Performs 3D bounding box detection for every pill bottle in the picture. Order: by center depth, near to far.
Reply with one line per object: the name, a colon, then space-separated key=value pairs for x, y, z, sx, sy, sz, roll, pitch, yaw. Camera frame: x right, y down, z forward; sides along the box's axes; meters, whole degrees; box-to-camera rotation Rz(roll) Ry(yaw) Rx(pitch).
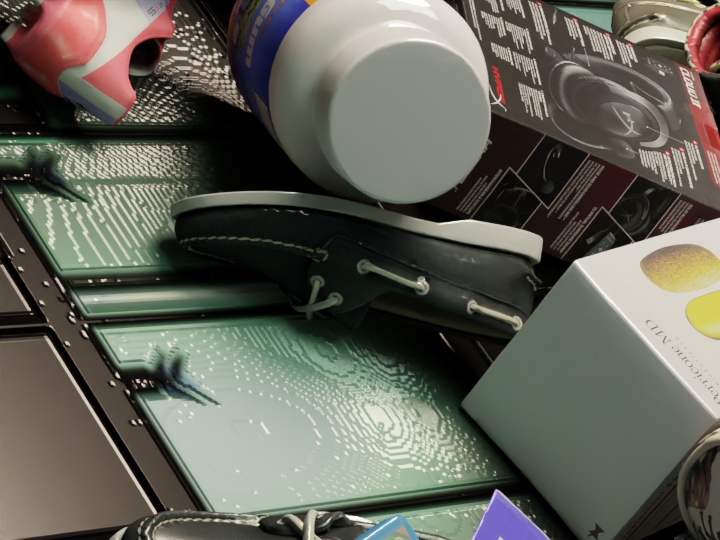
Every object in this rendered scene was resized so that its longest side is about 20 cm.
pill bottle: x=0.001 y=-0.099 z=1.398 sx=0.112 sy=0.112 sz=0.200 roll=25 pitch=8 yaw=-18

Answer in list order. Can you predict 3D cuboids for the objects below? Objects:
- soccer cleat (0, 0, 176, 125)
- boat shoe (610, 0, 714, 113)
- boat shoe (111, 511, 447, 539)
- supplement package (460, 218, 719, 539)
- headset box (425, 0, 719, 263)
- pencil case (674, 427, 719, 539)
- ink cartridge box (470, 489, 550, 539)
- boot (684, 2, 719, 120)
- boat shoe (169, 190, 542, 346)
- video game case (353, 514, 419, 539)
soccer cleat: x=-0.123 y=-0.144 z=1.450 sx=0.076 sy=0.067 sz=0.200 roll=44 pitch=32 yaw=-9
boat shoe: x=0.252 y=-0.129 z=1.790 sx=0.201 sy=0.072 sz=0.060 roll=18 pitch=41 yaw=-22
boat shoe: x=-0.011 y=0.132 z=1.177 sx=0.200 sy=0.060 sz=0.076 roll=15 pitch=37 yaw=-32
supplement package: x=0.168 y=0.054 z=1.426 sx=0.114 sy=0.110 sz=0.200 roll=48 pitch=33 yaw=19
headset box: x=0.127 y=-0.076 z=1.590 sx=0.200 sy=0.077 sz=0.149 roll=22 pitch=34 yaw=-24
pencil case: x=0.237 y=0.094 z=1.350 sx=0.078 sy=0.090 sz=0.200 roll=6 pitch=19 yaw=41
ink cartridge box: x=0.097 y=0.213 z=1.120 sx=0.198 sy=0.043 sz=0.200 roll=44 pitch=45 yaw=-13
boot: x=0.266 y=-0.064 z=1.668 sx=0.154 sy=0.073 sz=0.204 roll=49 pitch=16 yaw=-31
boat shoe: x=0.000 y=0.000 z=1.372 sx=0.200 sy=0.076 sz=0.060 roll=7 pitch=81 yaw=-18
video game case: x=-0.010 y=0.198 z=1.074 sx=0.200 sy=0.018 sz=0.143 roll=-30 pitch=90 yaw=-47
